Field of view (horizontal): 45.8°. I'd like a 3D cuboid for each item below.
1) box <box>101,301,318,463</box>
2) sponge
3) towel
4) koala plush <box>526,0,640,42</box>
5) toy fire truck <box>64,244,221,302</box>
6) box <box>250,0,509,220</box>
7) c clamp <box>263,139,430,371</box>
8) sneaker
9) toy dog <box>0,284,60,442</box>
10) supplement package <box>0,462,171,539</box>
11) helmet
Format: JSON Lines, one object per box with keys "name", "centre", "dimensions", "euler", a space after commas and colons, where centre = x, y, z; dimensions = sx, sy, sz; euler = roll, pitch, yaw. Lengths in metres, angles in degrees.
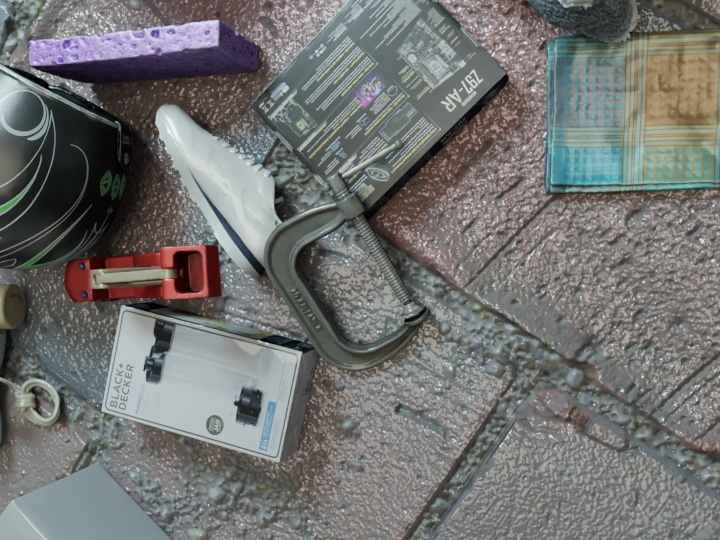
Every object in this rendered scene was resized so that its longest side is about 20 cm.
{"name": "box", "centre": [-0.154, 0.111, 0.869], "dimensions": [0.199, 0.060, 0.117], "euler": [14, 95, 13]}
{"name": "sponge", "centre": [-0.211, -0.213, 0.846], "dimensions": [0.199, 0.112, 0.030], "euler": [-1, 93, 13]}
{"name": "towel", "centre": [0.269, -0.145, 0.776], "dimensions": [0.199, 0.022, 0.147], "euler": [0, 92, 14]}
{"name": "koala plush", "centre": [0.163, -0.285, 0.722], "dimensions": [0.184, 0.177, 0.200], "euler": [-33, 78, 22]}
{"name": "toy fire truck", "centre": [-0.216, 0.006, 0.839], "dimensions": [0.199, 0.141, 0.049], "euler": [-4, 91, 14]}
{"name": "box", "centre": [0.017, -0.172, 0.826], "dimensions": [0.200, 0.044, 0.160], "euler": [-45, 82, 11]}
{"name": "c clamp", "centre": [0.000, 0.000, 0.817], "dimensions": [0.170, 0.027, 0.200], "euler": [-23, 108, 9]}
{"name": "sneaker", "centre": [-0.132, -0.090, 0.859], "dimensions": [0.080, 0.076, 0.200], "euler": [-34, 88, 1]}
{"name": "toy dog", "centre": [-0.421, 0.099, 0.916], "dimensions": [0.132, 0.096, 0.200], "euler": [-20, 87, 14]}
{"name": "supplement package", "centre": [-0.316, 0.334, 0.870], "dimensions": [0.152, 0.151, 0.200], "euler": [43, 101, 10]}
{"name": "helmet", "centre": [-0.338, -0.093, 0.846], "dimensions": [0.200, 0.200, 0.191], "euler": [29, 95, 11]}
